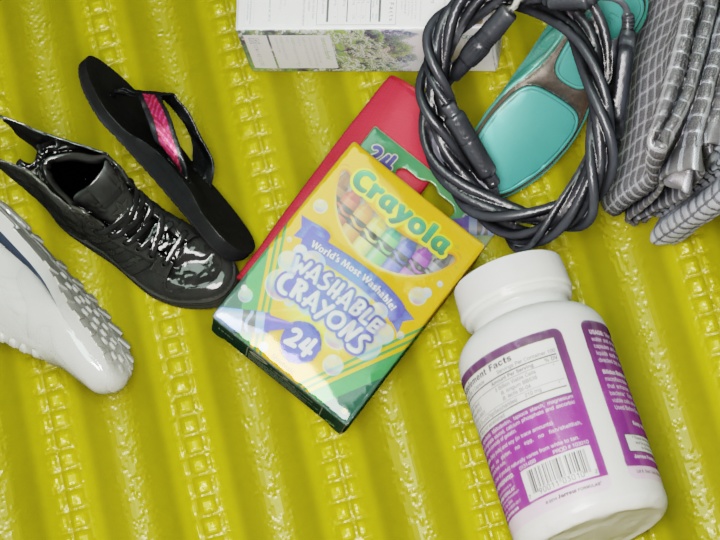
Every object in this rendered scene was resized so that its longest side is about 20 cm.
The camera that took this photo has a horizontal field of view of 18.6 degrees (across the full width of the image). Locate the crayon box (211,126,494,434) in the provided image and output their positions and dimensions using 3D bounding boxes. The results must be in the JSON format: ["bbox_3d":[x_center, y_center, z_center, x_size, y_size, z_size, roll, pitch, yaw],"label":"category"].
[{"bbox_3d":[0.000,0.000,1.605,0.125,0.052,0.200,38,77,4],"label":"crayon box"}]

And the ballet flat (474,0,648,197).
[{"bbox_3d":[0.146,-0.141,1.642,0.067,0.070,0.201,33,107,-10],"label":"ballet flat"}]

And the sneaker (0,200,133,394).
[{"bbox_3d":[-0.247,0.029,1.634,0.081,0.076,0.200,-45,66,1],"label":"sneaker"}]

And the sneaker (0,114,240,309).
[{"bbox_3d":[-0.184,-0.043,1.628,0.199,0.104,0.060,29,74,16],"label":"sneaker"}]

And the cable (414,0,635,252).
[{"bbox_3d":[0.114,-0.113,1.588,0.162,0.051,0.202,10,101,18],"label":"cable"}]

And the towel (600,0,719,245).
[{"bbox_3d":[0.237,-0.134,1.577,0.085,0.166,0.202,18,73,-10],"label":"towel"}]

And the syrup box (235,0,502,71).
[{"bbox_3d":[0.008,-0.203,1.680,0.198,0.079,0.082,0,72,7],"label":"syrup box"}]

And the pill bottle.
[{"bbox_3d":[0.133,0.093,1.537,0.111,0.112,0.202,-17,68,0],"label":"pill bottle"}]

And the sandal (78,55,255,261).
[{"bbox_3d":[-0.138,-0.093,1.655,0.045,0.075,0.200,-47,73,20],"label":"sandal"}]

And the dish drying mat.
[{"bbox_3d":[-0.005,-0.051,1.654,0.077,0.018,0.201,34,77,7],"label":"dish drying mat"}]
